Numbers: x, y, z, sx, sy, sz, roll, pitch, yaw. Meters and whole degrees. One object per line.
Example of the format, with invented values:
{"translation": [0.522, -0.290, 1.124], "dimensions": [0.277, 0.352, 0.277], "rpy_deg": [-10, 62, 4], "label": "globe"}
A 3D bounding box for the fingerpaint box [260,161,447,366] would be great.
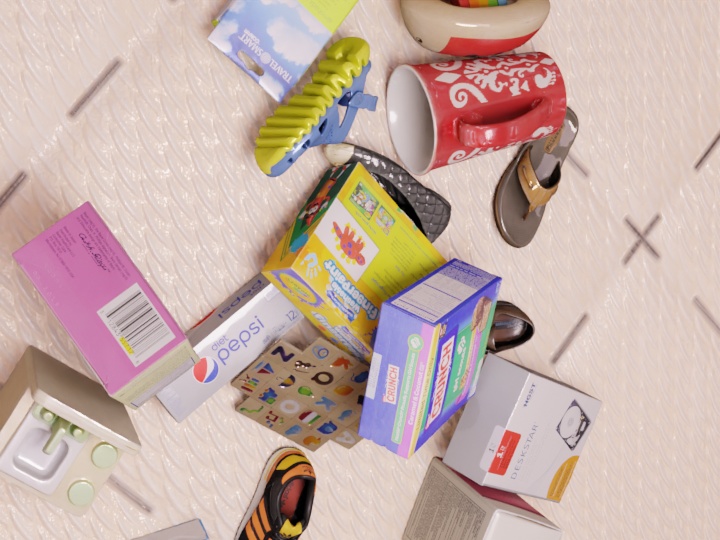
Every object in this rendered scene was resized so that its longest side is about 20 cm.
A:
{"translation": [0.000, 0.000, 1.282], "dimensions": [0.200, 0.073, 0.168], "rpy_deg": [45, 62, -27], "label": "fingerpaint box"}

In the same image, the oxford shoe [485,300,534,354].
{"translation": [0.139, 0.078, 1.376], "dimensions": [0.197, 0.084, 0.074], "rpy_deg": [-9, 104, -17], "label": "oxford shoe"}

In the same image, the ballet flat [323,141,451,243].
{"translation": [0.035, -0.102, 1.312], "dimensions": [0.199, 0.066, 0.057], "rpy_deg": [31, 78, -24], "label": "ballet flat"}

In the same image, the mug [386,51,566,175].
{"translation": [0.156, -0.189, 1.298], "dimensions": [0.197, 0.179, 0.134], "rpy_deg": [-14, 144, -22], "label": "mug"}

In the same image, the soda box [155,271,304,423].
{"translation": [-0.168, 0.090, 1.269], "dimensions": [0.199, 0.068, 0.064], "rpy_deg": [-40, 111, -9], "label": "soda box"}

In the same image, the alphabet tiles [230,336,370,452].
{"translation": [-0.055, 0.158, 1.300], "dimensions": [0.199, 0.006, 0.166], "rpy_deg": [33, 122, -28], "label": "alphabet tiles"}

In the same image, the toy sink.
{"translation": [-0.335, 0.183, 1.152], "dimensions": [0.130, 0.200, 0.113], "rpy_deg": [34, 87, -23], "label": "toy sink"}

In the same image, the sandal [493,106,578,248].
{"translation": [0.242, -0.127, 1.393], "dimensions": [0.081, 0.054, 0.202], "rpy_deg": [30, 88, -22], "label": "sandal"}

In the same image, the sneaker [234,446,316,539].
{"translation": [-0.107, 0.330, 1.323], "dimensions": [0.069, 0.090, 0.203], "rpy_deg": [17, 93, -22], "label": "sneaker"}

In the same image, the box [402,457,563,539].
{"translation": [0.154, 0.346, 1.365], "dimensions": [0.108, 0.200, 0.130], "rpy_deg": [21, 92, -21], "label": "box"}

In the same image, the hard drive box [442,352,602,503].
{"translation": [0.219, 0.214, 1.395], "dimensions": [0.199, 0.076, 0.158], "rpy_deg": [22, 92, -46], "label": "hard drive box"}

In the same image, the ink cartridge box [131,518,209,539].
{"translation": [-0.229, 0.431, 1.307], "dimensions": [0.114, 0.068, 0.203], "rpy_deg": [-14, 104, -17], "label": "ink cartridge box"}

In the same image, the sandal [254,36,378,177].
{"translation": [-0.043, -0.180, 1.237], "dimensions": [0.200, 0.079, 0.087], "rpy_deg": [-48, 131, -14], "label": "sandal"}

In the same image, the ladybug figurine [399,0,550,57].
{"translation": [0.142, -0.312, 1.291], "dimensions": [0.197, 0.137, 0.073], "rpy_deg": [-5, 130, -14], "label": "ladybug figurine"}

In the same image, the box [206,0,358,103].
{"translation": [-0.084, -0.316, 1.241], "dimensions": [0.122, 0.048, 0.201], "rpy_deg": [38, 86, -22], "label": "box"}

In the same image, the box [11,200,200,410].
{"translation": [-0.265, 0.045, 1.125], "dimensions": [0.096, 0.200, 0.177], "rpy_deg": [-36, 83, -11], "label": "box"}

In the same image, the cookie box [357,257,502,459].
{"translation": [0.084, 0.099, 1.235], "dimensions": [0.199, 0.074, 0.174], "rpy_deg": [-29, 134, -56], "label": "cookie box"}
